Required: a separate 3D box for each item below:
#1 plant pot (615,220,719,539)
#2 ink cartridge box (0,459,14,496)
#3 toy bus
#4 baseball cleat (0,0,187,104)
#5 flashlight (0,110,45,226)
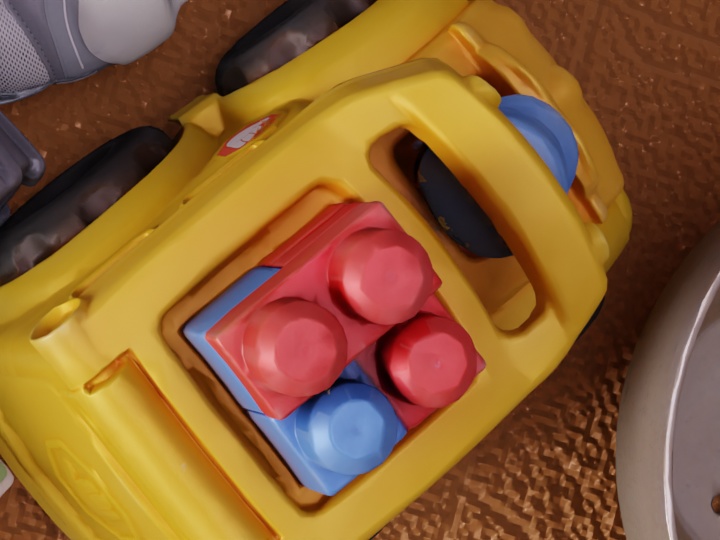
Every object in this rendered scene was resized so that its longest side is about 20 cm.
[{"bbox_3d":[0.158,0.056,0.773,0.200,0.134,0.200,0,89,-17],"label":"plant pot"},{"bbox_3d":[-0.204,0.029,0.672,0.200,0.048,0.146,50,40,-11],"label":"ink cartridge box"},{"bbox_3d":[0.000,0.000,0.698,0.200,0.192,0.136,-40,99,-14],"label":"toy bus"},{"bbox_3d":[-0.122,-0.146,0.725,0.106,0.070,0.200,-22,92,-10],"label":"baseball cleat"},{"bbox_3d":[-0.177,-0.078,0.699,0.200,0.068,0.068,46,107,2],"label":"flashlight"}]
